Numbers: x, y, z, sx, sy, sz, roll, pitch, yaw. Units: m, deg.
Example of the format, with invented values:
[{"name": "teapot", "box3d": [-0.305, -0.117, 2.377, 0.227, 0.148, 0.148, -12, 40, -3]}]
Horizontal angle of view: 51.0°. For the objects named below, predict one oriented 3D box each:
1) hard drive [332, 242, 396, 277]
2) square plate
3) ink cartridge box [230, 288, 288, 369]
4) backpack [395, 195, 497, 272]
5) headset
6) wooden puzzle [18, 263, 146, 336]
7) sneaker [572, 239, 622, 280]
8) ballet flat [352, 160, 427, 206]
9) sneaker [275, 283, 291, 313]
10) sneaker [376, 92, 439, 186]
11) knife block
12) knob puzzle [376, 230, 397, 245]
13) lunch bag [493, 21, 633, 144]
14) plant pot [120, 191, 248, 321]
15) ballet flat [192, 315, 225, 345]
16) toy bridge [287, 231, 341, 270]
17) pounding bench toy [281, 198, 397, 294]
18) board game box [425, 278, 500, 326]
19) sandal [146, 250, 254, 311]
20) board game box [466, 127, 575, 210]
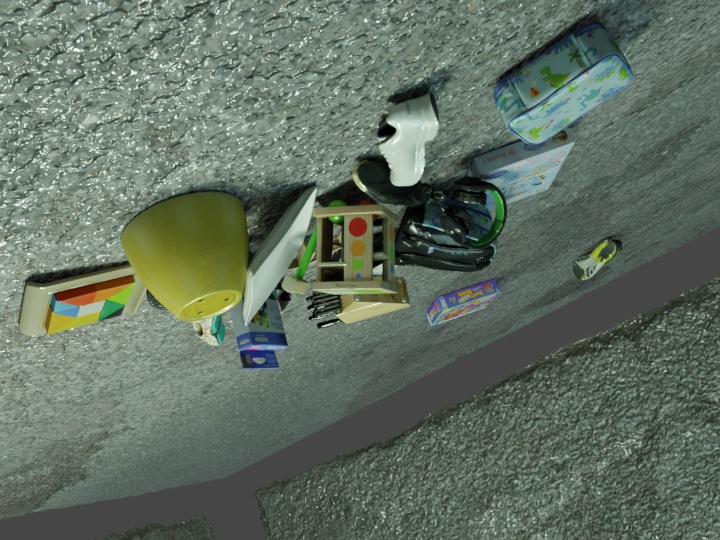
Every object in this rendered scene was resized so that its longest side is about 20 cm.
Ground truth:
[{"name": "hard drive", "box3d": [0.000, 0.000, 1.611, 0.138, 0.038, 0.200, -2, 156, -17]}, {"name": "square plate", "box3d": [-0.143, -0.026, 1.272, 0.201, 0.028, 0.199, -58, 176, -29]}, {"name": "ink cartridge box", "box3d": [-0.190, 0.078, 1.379, 0.042, 0.203, 0.119, -18, 166, 24]}, {"name": "backpack", "box3d": [0.174, -0.067, 1.488, 0.197, 0.155, 0.164, 19, 142, -1]}, {"name": "headset", "box3d": [0.192, -0.111, 1.359, 0.198, 0.094, 0.125, 23, 94, -31]}, {"name": "wooden puzzle", "box3d": [-0.456, 0.054, 1.258, 0.198, 0.038, 0.185, -11, 158, -33]}, {"name": "sneaker", "box3d": [0.766, -0.033, 2.423, 0.084, 0.075, 0.200, -11, 158, -33]}, {"name": "ballet flat", "box3d": [0.045, -0.142, 1.286, 0.056, 0.068, 0.199, 4, 176, 36]}, {"name": "sneaker", "box3d": [-0.180, 0.072, 1.583, 0.086, 0.081, 0.200, -32, 168, -7]}, {"name": "sneaker", "box3d": [0.062, -0.198, 1.161, 0.086, 0.075, 0.201, -7, 152, -10]}, {"name": "knife block", "box3d": [-0.015, 0.074, 1.647, 0.198, 0.065, 0.175, 3, 154, -28]}, {"name": "knob puzzle", "box3d": [0.099, -0.048, 1.652, 0.217, 0.031, 0.220, -20, 161, -7]}, {"name": "lunch bag", "box3d": [0.315, -0.285, 1.178, 0.199, 0.083, 0.160, -33, 158, 27]}, {"name": "plant pot", "box3d": [-0.253, -0.007, 1.166, 0.198, 0.143, 0.200, -20, 162, -7]}, {"name": "ballet flat", "box3d": [-0.310, 0.100, 1.522, 0.063, 0.076, 0.201, 13, 150, -2]}, {"name": "toy bridge", "box3d": [-0.105, -0.030, 1.439, 0.198, 0.027, 0.067, -19, 163, -28]}, {"name": "pounding bench toy", "box3d": [-0.042, -0.041, 1.327, 0.197, 0.159, 0.124, -2, 175, 16]}, {"name": "board game box", "box3d": [0.308, 0.097, 2.278, 0.198, 0.045, 0.135, -17, 161, -18]}, {"name": "sandal", "box3d": [-0.276, 0.007, 1.309, 0.198, 0.076, 0.045, -23, -163, -13]}, {"name": "board game box", "box3d": [0.301, -0.189, 1.488, 0.198, 0.042, 0.200, -20, 161, -9]}]
